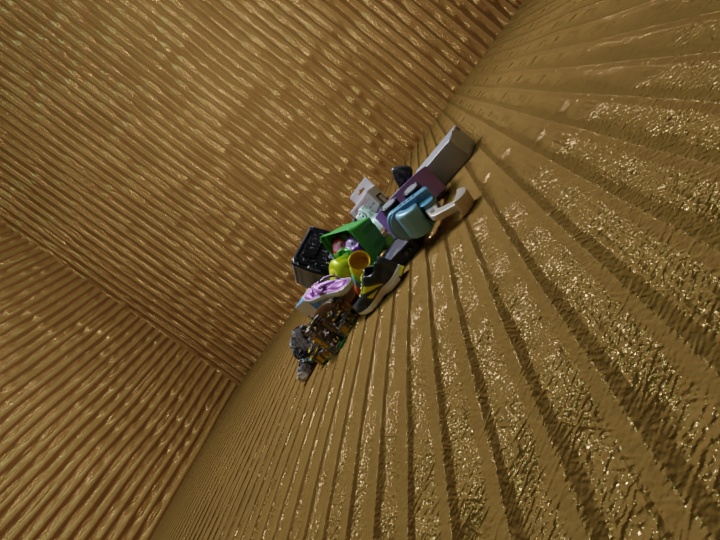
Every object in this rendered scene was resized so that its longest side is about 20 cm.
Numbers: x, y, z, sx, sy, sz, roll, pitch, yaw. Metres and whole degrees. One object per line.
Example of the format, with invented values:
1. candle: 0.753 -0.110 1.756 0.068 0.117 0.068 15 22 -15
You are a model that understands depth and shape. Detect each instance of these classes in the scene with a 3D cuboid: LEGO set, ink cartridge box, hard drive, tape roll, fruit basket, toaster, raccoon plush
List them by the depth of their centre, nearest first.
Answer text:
1. hard drive: 0.107 -0.054 1.453 0.200 0.042 0.135 -48 10 46
2. tape roll: 0.138 -0.186 1.524 0.200 0.085 0.200 -44 -2 -1
3. LEGO set: -0.098 0.151 1.532 0.201 0.115 0.154 -57 8 -24
4. fruit basket: -0.041 -0.040 1.612 0.215 0.156 0.216 -35 16 12
5. raccoon plush: -0.190 0.259 1.697 0.134 0.096 0.201 121 170 -54
6. toaster: -0.118 -0.028 1.830 0.119 0.179 0.201 89 -160 -52
7. ink cartridge box: 0.047 -0.201 1.871 0.116 0.200 0.068 -48 -2 40
8. ink cartridge box: -0.111 0.077 1.934 0.201 0.128 0.125 -58 9 -27

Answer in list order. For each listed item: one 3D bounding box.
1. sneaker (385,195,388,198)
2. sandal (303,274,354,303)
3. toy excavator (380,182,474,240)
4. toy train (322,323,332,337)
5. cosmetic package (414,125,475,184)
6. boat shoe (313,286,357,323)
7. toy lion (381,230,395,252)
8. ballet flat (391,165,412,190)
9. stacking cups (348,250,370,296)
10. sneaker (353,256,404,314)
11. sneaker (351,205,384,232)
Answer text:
1. sneaker: 0.071 -0.174 1.969 0.200 0.113 0.076 -50 7 30
2. sandal: -0.093 0.040 1.525 0.202 0.050 0.083 -15 29 46
3. toy excavator: 0.152 -0.129 1.247 0.194 0.100 0.200 -35 21 11
4. toy train: -0.122 0.213 1.765 0.046 0.034 0.200 -46 0 -35
5. cosmetic package: 0.240 -0.313 1.627 0.200 0.090 0.107 -44 13 43
6. boat shoe: -0.070 0.109 1.773 0.200 0.071 0.070 -41 -3 24
7. toy lion: 0.099 -0.112 1.744 0.192 0.069 0.200 -51 3 -34
8. ballet flat: 0.128 -0.271 1.683 0.200 0.056 0.067 75 -145 -74
9. stacking cups: 0.000 0.022 1.498 0.061 0.060 0.201 -57 -17 -24
10. sneaker: 0.031 0.032 1.378 0.200 0.084 0.075 -49 8 39
11. sneaker: 0.053 -0.182 1.789 0.200 0.118 0.074 -45 -9 32
